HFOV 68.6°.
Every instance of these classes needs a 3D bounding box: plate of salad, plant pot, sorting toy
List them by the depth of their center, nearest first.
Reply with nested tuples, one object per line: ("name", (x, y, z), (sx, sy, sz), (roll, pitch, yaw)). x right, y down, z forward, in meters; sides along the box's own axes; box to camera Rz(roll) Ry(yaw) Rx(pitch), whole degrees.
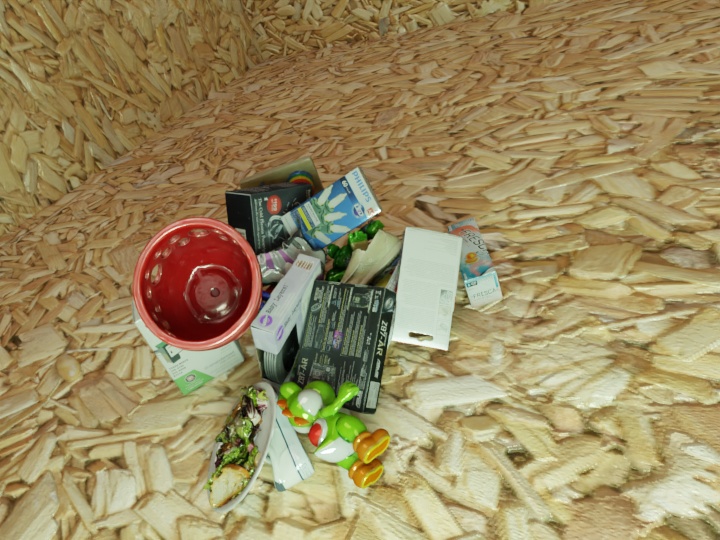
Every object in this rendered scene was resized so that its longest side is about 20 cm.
("plate of salad", (-0.197, 0.270, 0.833), (0.199, 0.047, 0.204), (-40, 34, 34))
("plant pot", (-0.259, 0.030, 0.888), (0.196, 0.205, 0.182), (-28, -3, -11))
("sorting toy", (-0.184, -0.162, 1.354), (0.194, 0.202, 0.071), (-17, 41, 7))

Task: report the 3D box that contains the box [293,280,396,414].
("box", (-0.030, 0.126, 0.907), (0.156, 0.043, 0.207), (3, 78, 35))

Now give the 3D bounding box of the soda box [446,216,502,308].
("soda box", (0.221, -0.021, 1.036), (0.062, 0.070, 0.202), (-18, 33, 10))

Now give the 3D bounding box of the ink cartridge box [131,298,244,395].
("ink cartridge box", (-0.339, 0.121, 1.048), (0.143, 0.204, 0.084), (-29, 35, -11))

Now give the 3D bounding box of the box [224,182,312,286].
("box", (-0.198, -0.088, 1.204), (0.102, 0.207, 0.179), (11, 21, 40))

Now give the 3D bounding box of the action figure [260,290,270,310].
("action figure", (-0.215, 0.071, 1.092), (0.196, 0.101, 0.065), (27, 52, 22))

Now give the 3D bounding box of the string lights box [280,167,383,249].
("string lights box", (-0.060, -0.120, 1.118), (0.196, 0.105, 0.059), (-31, 3, 13))

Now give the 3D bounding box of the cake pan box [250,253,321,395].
("cake pan box", (-0.126, 0.105, 0.961), (0.051, 0.188, 0.202), (12, 42, 17))

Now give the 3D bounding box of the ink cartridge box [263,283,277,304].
("ink cartridge box", (-0.194, 0.081, 1.156), (0.196, 0.051, 0.109), (14, 48, 41))

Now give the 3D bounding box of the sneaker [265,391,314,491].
("sneaker", (-0.141, 0.264, 0.854), (0.069, 0.075, 0.200), (-27, 34, -13))

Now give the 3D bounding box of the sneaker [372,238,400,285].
("sneaker", (0.043, 0.018, 1.081), (0.076, 0.076, 0.201), (30, 70, 31))

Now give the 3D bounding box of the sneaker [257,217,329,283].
("sneaker", (-0.158, -0.040, 1.080), (0.193, 0.145, 0.078), (15, 2, -5))

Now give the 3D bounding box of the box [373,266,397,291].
("box", (0.094, 0.027, 1.044), (0.198, 0.077, 0.050), (-38, 36, -20))

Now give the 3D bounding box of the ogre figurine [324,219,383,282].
("ogre figurine", (-0.027, -0.017, 1.136), (0.095, 0.207, 0.120), (14, 1, -14))

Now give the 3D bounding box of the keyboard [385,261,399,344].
("keyboard", (0.050, 0.081, 0.968), (0.204, 0.055, 0.011), (-61, 7, -20))

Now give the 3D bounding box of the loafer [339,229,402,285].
("loafer", (0.000, 0.000, 1.018), (0.199, 0.076, 0.068), (-43, 79, -10))

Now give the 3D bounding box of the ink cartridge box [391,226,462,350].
("ink cartridge box", (0.116, 0.034, 0.950), (0.105, 0.050, 0.207), (10, 78, -1))

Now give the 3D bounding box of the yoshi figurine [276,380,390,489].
("yoshi figurine", (-0.038, 0.226, 0.802), (0.197, 0.113, 0.113), (29, 72, 32))
